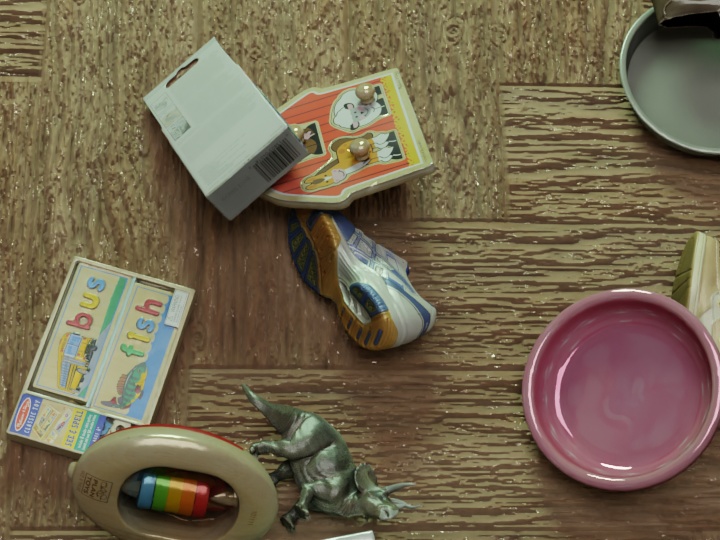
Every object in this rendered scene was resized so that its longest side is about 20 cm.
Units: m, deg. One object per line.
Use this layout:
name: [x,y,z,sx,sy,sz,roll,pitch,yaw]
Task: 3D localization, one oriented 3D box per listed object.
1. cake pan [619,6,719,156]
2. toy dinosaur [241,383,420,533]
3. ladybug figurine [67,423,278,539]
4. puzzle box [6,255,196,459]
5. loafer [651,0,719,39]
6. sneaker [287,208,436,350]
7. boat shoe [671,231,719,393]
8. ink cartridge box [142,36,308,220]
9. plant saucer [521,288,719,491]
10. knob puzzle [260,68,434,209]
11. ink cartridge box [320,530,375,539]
cake pan: [0.380,-0.209,1.831,0.200,0.037,0.201,2,66,-3]
toy dinosaur: [-0.046,0.188,1.618,0.102,0.077,0.200,-30,66,-28]
ladybug figurine: [-0.175,0.199,1.572,0.200,0.136,0.072,14,29,-10]
puzzle box: [-0.256,0.092,1.660,0.133,0.025,0.200,15,66,3]
loafer: [0.409,-0.276,1.811,0.200,0.073,0.071,9,76,5]
sneaker: [0.000,0.000,1.705,0.088,0.075,0.200,-9,55,-40]
boat shoe: [0.355,0.060,1.696,0.069,0.074,0.200,8,75,-3]
ink cartridge box: [-0.143,-0.151,1.732,0.109,0.050,0.200,-40,44,3]
plant saucer: [0.261,0.119,1.640,0.200,0.051,0.201,-6,73,20]
knob puzzle: [-0.040,-0.135,1.726,0.219,0.030,0.220,-10,44,10]
ink cartridge box: [-0.071,0.334,1.534,0.200,0.084,0.145,-9,67,-8]
